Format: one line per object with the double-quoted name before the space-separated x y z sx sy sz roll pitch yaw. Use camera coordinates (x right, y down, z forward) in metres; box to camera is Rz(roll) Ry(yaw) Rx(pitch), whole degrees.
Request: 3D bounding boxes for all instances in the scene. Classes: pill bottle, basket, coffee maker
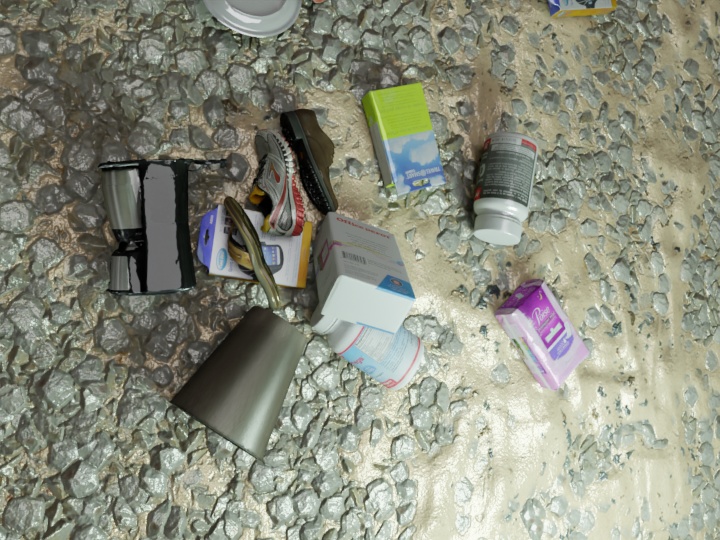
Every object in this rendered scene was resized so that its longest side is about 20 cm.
"pill bottle" 0.291 -0.164 1.244 0.111 0.113 0.206 16 79 -20
"basket" -0.183 0.175 1.009 0.179 0.135 0.203 38 69 -16
"pill bottle" 0.010 0.119 1.104 0.198 0.108 0.110 35 73 -15
"coffee maker" -0.305 -0.068 0.958 0.186 0.135 0.207 -2 98 5

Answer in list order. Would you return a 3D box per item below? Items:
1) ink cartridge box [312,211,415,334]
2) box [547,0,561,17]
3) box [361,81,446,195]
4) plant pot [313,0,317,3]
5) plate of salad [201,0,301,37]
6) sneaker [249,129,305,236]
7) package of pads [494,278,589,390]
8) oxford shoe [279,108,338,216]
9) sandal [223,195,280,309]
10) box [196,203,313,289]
"ink cartridge box" 0.000 0.000 1.064 0.141 0.202 0.086 18 122 -20
"box" 0.491 -0.650 1.406 0.195 0.041 0.123 -12 89 -21
"box" 0.086 -0.255 1.202 0.119 0.047 0.206 -16 91 -22
"plant pot" -0.087 -0.633 1.099 0.195 0.201 0.201 43 71 -4
"plate of salad" -0.201 -0.508 1.107 0.195 0.048 0.206 7 73 -22
"sneaker" -0.154 -0.155 1.056 0.080 0.078 0.205 -6 67 -26
"package of pads" 0.379 0.131 1.275 0.120 0.075 0.202 -39 100 -23
"oxford shoe" -0.073 -0.200 1.120 0.083 0.072 0.205 -21 94 -27
"sandal" -0.188 -0.024 1.020 0.053 0.080 0.205 -21 98 -1
"box" -0.185 -0.041 1.076 0.195 0.041 0.123 10 81 -19
